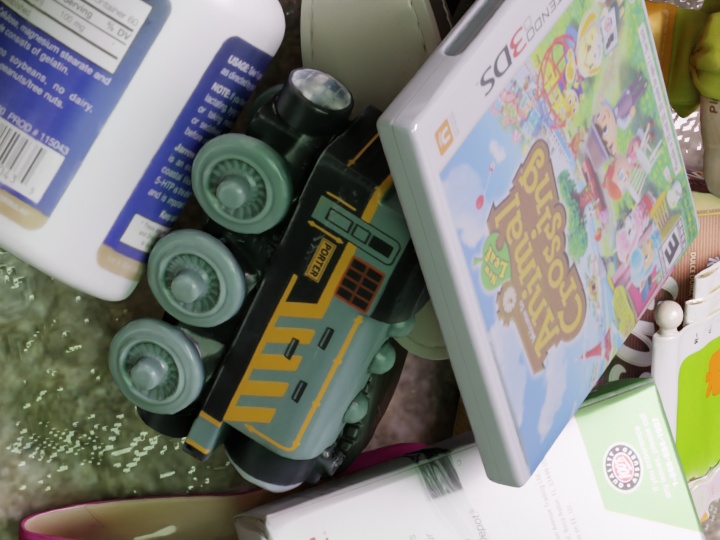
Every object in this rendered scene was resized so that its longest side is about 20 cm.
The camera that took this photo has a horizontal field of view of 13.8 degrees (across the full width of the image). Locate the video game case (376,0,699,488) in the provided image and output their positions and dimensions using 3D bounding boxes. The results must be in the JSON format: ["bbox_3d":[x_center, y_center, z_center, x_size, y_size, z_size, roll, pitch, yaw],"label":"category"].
[{"bbox_3d":[0.083,-0.039,1.283,0.182,0.022,0.201,-52,138,-36],"label":"video game case"}]

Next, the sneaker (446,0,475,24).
[{"bbox_3d":[0.073,-0.095,1.365,0.074,0.087,0.201,-13,102,-59],"label":"sneaker"}]

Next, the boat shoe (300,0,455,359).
[{"bbox_3d":[0.027,-0.064,1.321,0.059,0.072,0.201,-30,109,-51],"label":"boat shoe"}]

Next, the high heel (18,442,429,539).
[{"bbox_3d":[-0.060,0.115,1.404,0.199,0.067,0.096,-31,123,-5],"label":"high heel"}]

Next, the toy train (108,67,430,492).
[{"bbox_3d":[-0.032,0.009,1.303,0.114,0.085,0.201,32,123,8],"label":"toy train"}]

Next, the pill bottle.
[{"bbox_3d":[-0.103,-0.100,1.302,0.119,0.120,0.201,30,94,-24],"label":"pill bottle"}]

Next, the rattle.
[{"bbox_3d":[0.190,-0.108,1.456,0.200,0.142,0.131,-36,112,-46],"label":"rattle"}]

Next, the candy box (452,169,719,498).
[{"bbox_3d":[0.114,0.048,1.456,0.116,0.056,0.201,6,104,-21],"label":"candy box"}]

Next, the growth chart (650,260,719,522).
[{"bbox_3d":[0.204,0.038,1.464,0.200,0.018,0.145,-32,127,-34],"label":"growth chart"}]

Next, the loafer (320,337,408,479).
[{"bbox_3d":[0.000,0.000,1.405,0.073,0.071,0.201,21,88,10],"label":"loafer"}]

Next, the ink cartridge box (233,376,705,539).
[{"bbox_3d":[0.057,0.149,1.368,0.199,0.084,0.147,-18,91,-14],"label":"ink cartridge box"}]
